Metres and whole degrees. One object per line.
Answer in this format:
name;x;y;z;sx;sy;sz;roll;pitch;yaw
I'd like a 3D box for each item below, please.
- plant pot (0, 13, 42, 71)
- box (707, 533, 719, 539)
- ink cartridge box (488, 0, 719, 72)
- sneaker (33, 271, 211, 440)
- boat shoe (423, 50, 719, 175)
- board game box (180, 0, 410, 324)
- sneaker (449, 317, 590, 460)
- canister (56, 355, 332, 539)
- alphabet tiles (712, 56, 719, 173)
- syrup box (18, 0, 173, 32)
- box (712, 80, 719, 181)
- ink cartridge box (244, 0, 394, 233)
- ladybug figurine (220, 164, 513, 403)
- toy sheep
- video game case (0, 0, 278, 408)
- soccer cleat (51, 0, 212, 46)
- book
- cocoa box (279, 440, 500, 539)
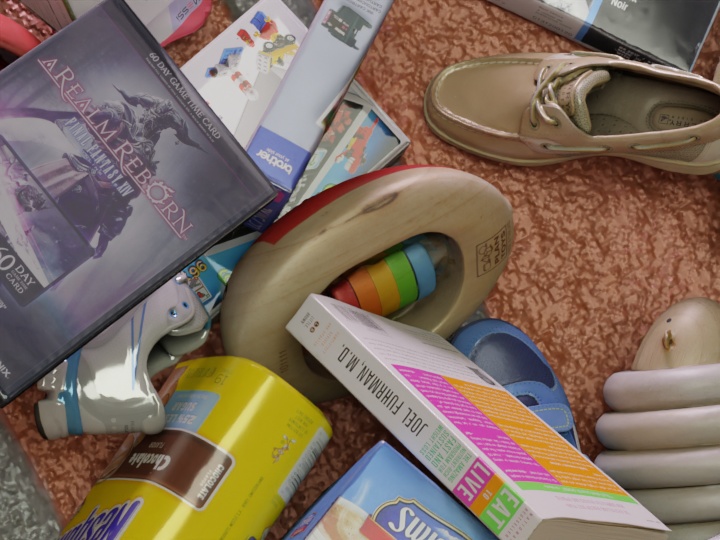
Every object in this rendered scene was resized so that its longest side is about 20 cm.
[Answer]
plant pot;-0.265;-0.048;1.597;0.200;0.200;0.183;7;69;-7
box;0.247;0.206;1.643;0.200;0.160;0.044;-25;41;-14
ink cartridge box;0.151;-0.242;1.777;0.198;0.043;0.200;25;75;-2
sneaker;-0.124;0.008;1.613;0.086;0.075;0.200;7;65;3
boat shoe;0.130;-0.100;1.704;0.199;0.065;0.072;9;75;18
board game box;-0.085;-0.056;1.704;0.200;0.035;0.126;-41;86;-14
sneaker;0.103;0.120;1.671;0.074;0.082;0.201;-15;79;-9
canister;-0.112;0.150;1.599;0.087;0.148;0.200;39;72;-15
alphabet tiles;0.294;-0.099;1.735;0.167;0.008;0.200;20;76;-5
syrup box;-0.197;-0.215;1.660;0.081;0.079;0.200;-43;62;-13
box;0.284;-0.135;1.770;0.082;0.049;0.200;38;75;1
ink cartridge box;-0.032;-0.097;1.641;0.042;0.119;0.200;30;76;-3
ladybug figurine;0.000;0.000;1.668;0.200;0.136;0.072;-25;44;-23
toy sheep;0.201;0.115;1.666;0.137;0.138;0.201;-5;85;-10
video game case;-0.159;-0.040;1.513;0.200;0.019;0.143;-38;89;-27
soccer cleat;-0.105;-0.187;1.723;0.200;0.067;0.077;-49;118;-20
book;0.062;0.091;1.574;0.200;0.134;0.048;44;103;34
cocoa box;0.005;0.194;1.579;0.133;0.200;0.131;40;75;1
